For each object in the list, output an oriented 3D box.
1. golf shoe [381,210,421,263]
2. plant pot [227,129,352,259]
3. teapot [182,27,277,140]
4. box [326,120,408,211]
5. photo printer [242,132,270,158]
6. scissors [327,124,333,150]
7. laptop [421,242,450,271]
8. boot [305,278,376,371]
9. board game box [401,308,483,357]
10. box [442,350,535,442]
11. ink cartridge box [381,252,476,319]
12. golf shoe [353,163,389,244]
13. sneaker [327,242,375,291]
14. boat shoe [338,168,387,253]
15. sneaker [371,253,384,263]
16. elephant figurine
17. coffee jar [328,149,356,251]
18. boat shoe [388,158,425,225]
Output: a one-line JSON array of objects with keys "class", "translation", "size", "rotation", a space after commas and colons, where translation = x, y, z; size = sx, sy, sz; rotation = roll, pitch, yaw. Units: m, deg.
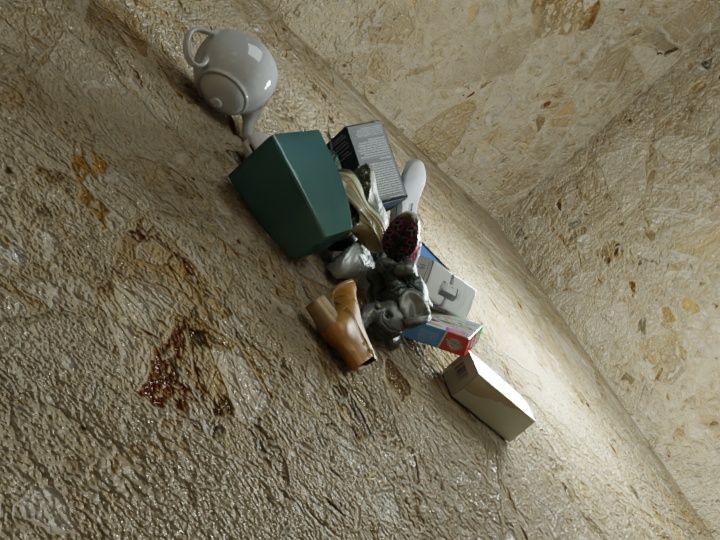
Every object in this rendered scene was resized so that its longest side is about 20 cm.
[{"class": "golf shoe", "translation": [0.086, -0.053, 1.634], "size": [0.072, 0.200, 0.092], "rotation": [25, 49, 12]}, {"class": "plant pot", "translation": [-0.114, -0.134, 1.504], "size": [0.141, 0.141, 0.200], "rotation": [-18, 77, -52]}, {"class": "teapot", "translation": [-0.283, -0.408, 1.740], "size": [0.199, 0.198, 0.146], "rotation": [26, 55, -2]}, {"class": "box", "translation": [0.007, -0.231, 1.934], "size": [0.107, 0.148, 0.201], "rotation": [-15, 84, -29]}, {"class": "photo printer", "translation": [-0.159, -0.206, 1.727], "size": [0.167, 0.069, 0.200], "rotation": [56, 17, 24]}, {"class": "scissors", "translation": [-0.054, -0.219, 1.807], "size": [0.073, 0.014, 0.201], "rotation": [26, 55, -66]}, {"class": "laptop", "translation": [0.158, -0.039, 2.070], "size": [0.177, 0.103, 0.200], "rotation": [48, -11, 29]}, {"class": "boot", "translation": [-0.019, 0.098, 1.404], "size": [0.144, 0.071, 0.201], "rotation": [55, 19, 1]}, {"class": "board game box", "translation": [0.172, 0.126, 1.742], "size": [0.153, 0.040, 0.200], "rotation": [18, 9, 15]}, {"class": "box", "translation": [0.274, 0.269, 1.737], "size": [0.200, 0.078, 0.095], "rotation": [39, 17, -28]}, {"class": "ink cartridge box", "translation": [0.148, 0.034, 1.840], "size": [0.145, 0.085, 0.200], "rotation": [13, -13, 42]}, {"class": "golf shoe", "translation": [0.020, -0.134, 1.805], "size": [0.097, 0.078, 0.201], "rotation": [9, 79, -43]}, {"class": "sneaker", "translation": [0.000, 0.000, 1.657], "size": [0.099, 0.078, 0.200], "rotation": [53, 17, 5]}, {"class": "boat shoe", "translation": [-0.010, -0.100, 1.607], "size": [0.200, 0.071, 0.076], "rotation": [56, 38, -29]}, {"class": "sneaker", "translation": [0.060, -0.032, 1.918], "size": [0.085, 0.077, 0.200], "rotation": [52, 6, 29]}, {"class": "elephant figurine", "translation": [0.061, 0.085, 1.561], "size": [0.200, 0.155, 0.142], "rotation": [-83, 173, -45]}, {"class": "coffee jar", "translation": [-0.062, -0.140, 1.667], "size": [0.104, 0.085, 0.200], "rotation": [-61, 140, -42]}, {"class": "boat shoe", "translation": [0.106, -0.179, 1.967], "size": [0.072, 0.201, 0.066], "rotation": [-16, 35, -33]}]
